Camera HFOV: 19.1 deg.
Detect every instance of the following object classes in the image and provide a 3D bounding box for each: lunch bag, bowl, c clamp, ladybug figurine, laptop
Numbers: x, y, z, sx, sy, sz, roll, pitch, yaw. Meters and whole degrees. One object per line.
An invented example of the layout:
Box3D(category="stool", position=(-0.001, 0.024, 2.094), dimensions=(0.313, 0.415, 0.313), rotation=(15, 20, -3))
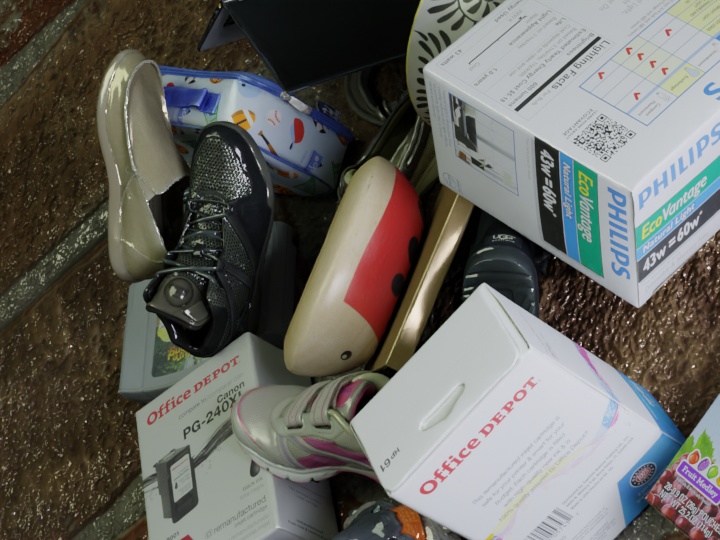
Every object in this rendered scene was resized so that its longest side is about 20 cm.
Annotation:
Box3D(category="lunch bag", position=(-0.111, -0.130, 1.911), dimensions=(0.199, 0.160, 0.076), rotation=(8, 74, 48))
Box3D(category="bowl", position=(0.137, -0.181, 1.682), dimensions=(0.094, 0.200, 0.202), rotation=(34, 92, 33))
Box3D(category="c clamp", position=(0.063, -0.195, 1.874), dimensions=(0.200, 0.027, 0.172), rotation=(-40, 42, 22))
Box3D(category="ladybug figurine", position=(0.000, 0.000, 1.718), dimensions=(0.136, 0.071, 0.201), rotation=(117, 175, -68))
Box3D(category="laptop", position=(-0.022, -0.201, 1.848), dimensions=(0.200, 0.186, 0.117), rotation=(138, 113, -70))

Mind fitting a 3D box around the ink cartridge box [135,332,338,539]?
Box3D(category="ink cartridge box", position=(-0.105, 0.175, 1.776), dimensions=(0.145, 0.083, 0.201), rotation=(-35, 46, 26))

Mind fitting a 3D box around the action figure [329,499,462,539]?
Box3D(category="action figure", position=(-0.001, 0.245, 1.593), dimensions=(0.193, 0.105, 0.200), rotation=(-30, 47, -12))

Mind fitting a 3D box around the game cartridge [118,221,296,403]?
Box3D(category="game cartridge", position=(-0.141, 0.046, 1.932), dimensions=(0.199, 0.041, 0.134), rotation=(-23, 55, 35))

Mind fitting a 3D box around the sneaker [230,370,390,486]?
Box3D(category="sneaker", position=(-0.013, 0.114, 1.663), dimensions=(0.198, 0.089, 0.082), rotation=(7, 48, 22))

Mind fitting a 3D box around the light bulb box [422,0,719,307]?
Box3D(category="light bulb box", position=(0.185, -0.115, 1.531), dimensions=(0.198, 0.125, 0.200), rotation=(-40, 54, -22))

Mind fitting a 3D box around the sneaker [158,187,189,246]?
Box3D(category="sneaker", position=(-0.164, -0.058, 1.961), dimensions=(0.085, 0.077, 0.200), rotation=(-32, 22, -5))

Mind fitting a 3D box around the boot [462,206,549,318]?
Box3D(category="boot", position=(0.115, 0.032, 1.637), dimensions=(0.076, 0.202, 0.168), rotation=(4, 30, 10))

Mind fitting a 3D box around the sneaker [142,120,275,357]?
Box3D(category="sneaker", position=(-0.126, -0.021, 1.788), dimensions=(0.076, 0.114, 0.201), rotation=(11, 104, 19))

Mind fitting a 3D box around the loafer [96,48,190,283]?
Box3D(category="loafer", position=(-0.179, -0.090, 1.838), dimensions=(0.068, 0.076, 0.202), rotation=(1, 100, 25))

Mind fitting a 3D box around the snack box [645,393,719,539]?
Box3D(category="snack box", position=(0.306, 0.140, 1.386), dimensions=(0.169, 0.068, 0.200), rotation=(-55, 41, 6))

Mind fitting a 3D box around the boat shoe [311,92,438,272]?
Box3D(category="boat shoe", position=(0.010, -0.065, 1.819), dimensions=(0.202, 0.066, 0.072), rotation=(-56, 40, 4))

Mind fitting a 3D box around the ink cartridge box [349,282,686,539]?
Box3D(category="ink cartridge box", position=(0.113, 0.118, 1.495), dimensions=(0.145, 0.199, 0.085), rotation=(-47, 42, 13))

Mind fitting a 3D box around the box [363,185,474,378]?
Box3D(category="box", position=(0.055, -0.006, 1.700), dimensions=(0.163, 0.021, 0.201), rotation=(135, 159, -81))
